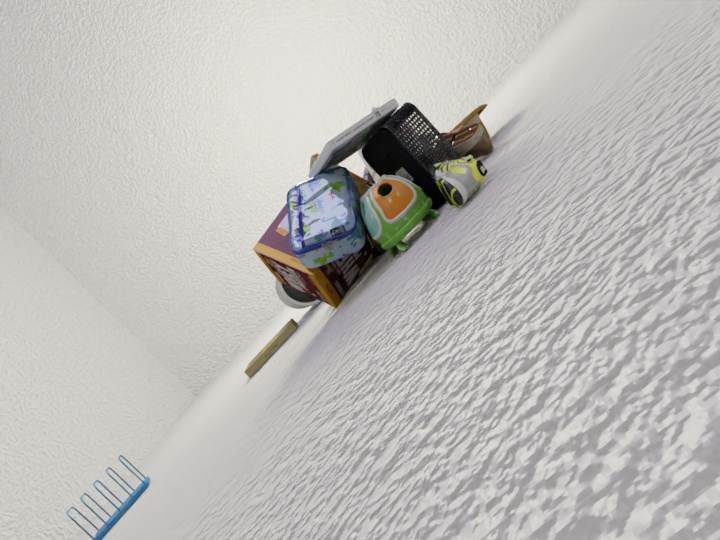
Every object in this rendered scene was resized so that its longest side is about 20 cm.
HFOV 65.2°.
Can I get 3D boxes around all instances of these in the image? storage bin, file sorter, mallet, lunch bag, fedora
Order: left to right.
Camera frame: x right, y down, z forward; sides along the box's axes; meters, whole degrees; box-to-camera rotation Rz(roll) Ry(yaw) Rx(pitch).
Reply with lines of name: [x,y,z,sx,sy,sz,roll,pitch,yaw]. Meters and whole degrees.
file sorter: [-0.729,0.656,1.636,0.200,0.123,0.139,-48,6,-23]
lunch bag: [-0.076,-0.111,1.171,0.158,0.083,0.203,-19,51,14]
mallet: [0.000,0.000,1.310,0.201,0.041,0.066,-55,11,-29]
storage bin: [0.114,-0.227,1.180,0.094,0.200,0.135,-46,5,-26]
fedora: [0.256,-0.315,1.369,0.200,0.082,0.201,-43,1,1]

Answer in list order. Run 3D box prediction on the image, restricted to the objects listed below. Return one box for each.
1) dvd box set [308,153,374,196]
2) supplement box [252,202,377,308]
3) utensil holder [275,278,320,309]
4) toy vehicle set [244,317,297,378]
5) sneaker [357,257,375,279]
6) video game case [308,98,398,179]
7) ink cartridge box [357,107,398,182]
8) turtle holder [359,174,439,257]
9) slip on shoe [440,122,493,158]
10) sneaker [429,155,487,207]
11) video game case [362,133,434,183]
dvd box set: [-0.043,-0.175,1.354,0.029,0.198,0.148,-40,-29,-40]
supplement box: [-0.096,-0.060,1.281,0.202,0.195,0.133,-56,-36,-19]
utensil holder: [-0.185,0.036,1.763,0.170,0.170,0.200,-47,3,-15]
toy vehicle set: [-0.266,0.230,1.692,0.200,0.026,0.124,-47,5,-2]
sneaker: [-0.023,-0.008,1.393,0.199,0.074,0.081,-40,-4,-24]
video game case: [-0.020,-0.272,1.196,0.181,0.024,0.200,-38,2,-18]
ink cartridge box: [0.079,-0.297,1.429,0.083,0.202,0.146,-6,-40,-26]
turtle holder: [0.069,-0.123,1.136,0.141,0.132,0.186,-44,6,16]
slip on shoe: [0.210,-0.267,1.234,0.199,0.060,0.077,-7,52,58]
sneaker: [0.174,-0.162,0.995,0.076,0.076,0.200,-37,17,7]
video game case: [0.103,-0.284,1.532,0.196,0.023,0.185,-1,62,22]
